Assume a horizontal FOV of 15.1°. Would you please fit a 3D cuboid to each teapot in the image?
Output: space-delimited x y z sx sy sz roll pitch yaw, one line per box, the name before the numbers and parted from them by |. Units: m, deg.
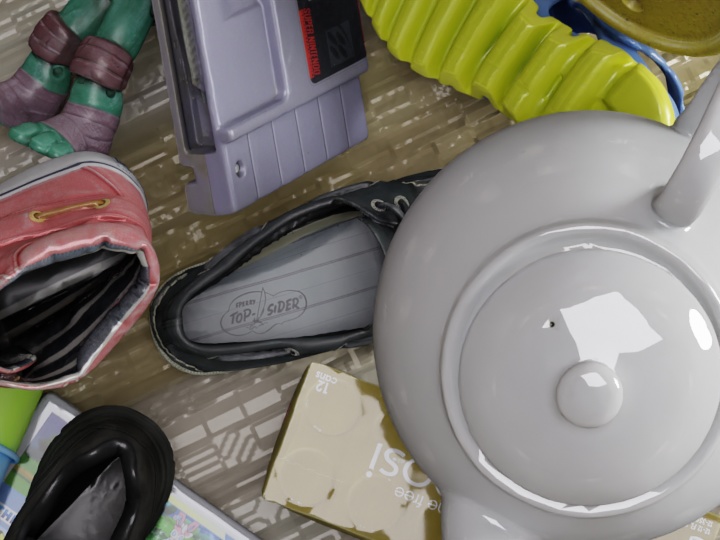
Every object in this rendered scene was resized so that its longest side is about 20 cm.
teapot | 0.096 0.029 1.116 0.197 0.146 0.201 -17 99 7

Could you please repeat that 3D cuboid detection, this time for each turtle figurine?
turtle figurine | -0.107 -0.149 1.218 0.100 0.150 0.201 23 94 -18

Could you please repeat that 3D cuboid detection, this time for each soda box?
soda box | 0.057 0.107 1.234 0.199 0.064 0.068 21 86 0

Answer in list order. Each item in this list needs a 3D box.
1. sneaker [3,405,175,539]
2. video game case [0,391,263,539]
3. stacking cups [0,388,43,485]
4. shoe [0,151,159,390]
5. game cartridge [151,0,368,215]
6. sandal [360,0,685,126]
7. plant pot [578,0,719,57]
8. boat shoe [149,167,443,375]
sneaker | -0.145 0.152 1.191 0.076 0.091 0.201 21 87 -2
video game case | -0.114 0.186 1.245 0.200 0.022 0.183 35 86 1
stacking cups | -0.181 0.094 1.219 0.060 0.061 0.201 19 80 -1
shoe | -0.177 0.022 1.147 0.200 0.091 0.072 -28 116 0
game cartridge | -0.047 -0.138 1.194 0.038 0.130 0.201 1 109 34
sandal | 0.076 -0.105 1.245 0.200 0.087 0.080 48 112 19
plant pot | 0.154 -0.177 1.171 0.200 0.200 0.142 35 70 0
boat shoe | -0.001 -0.002 1.238 0.198 0.066 0.075 -13 87 -3
